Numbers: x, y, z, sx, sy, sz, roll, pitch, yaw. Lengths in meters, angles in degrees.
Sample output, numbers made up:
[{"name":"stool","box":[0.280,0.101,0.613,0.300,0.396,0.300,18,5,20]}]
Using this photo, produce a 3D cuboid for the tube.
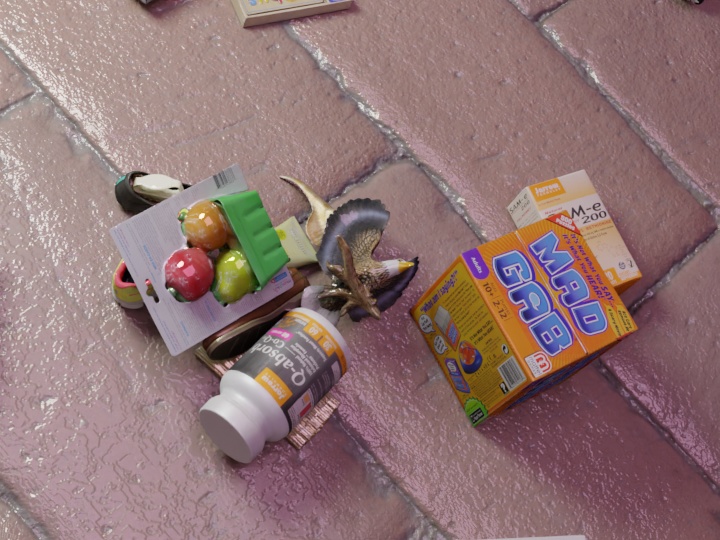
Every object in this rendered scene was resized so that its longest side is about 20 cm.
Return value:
[{"name":"tube","box":[-0.153,-0.013,1.698,0.199,0.052,0.058,-25,121,-33]}]

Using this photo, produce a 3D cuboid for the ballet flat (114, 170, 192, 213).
[{"name":"ballet flat","box":[-0.248,-0.097,1.688,0.198,0.068,0.069,11,60,-16]}]

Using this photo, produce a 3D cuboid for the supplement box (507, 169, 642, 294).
[{"name":"supplement box","box":[0.337,-0.046,1.881,0.125,0.074,0.201,-18,72,-27]}]

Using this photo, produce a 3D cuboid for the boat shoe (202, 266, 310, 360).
[{"name":"boat shoe","box":[-0.149,0.058,1.643,0.199,0.072,0.068,-28,72,-42]}]

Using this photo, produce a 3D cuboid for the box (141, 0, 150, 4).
[{"name":"box","box":[-0.319,-0.520,1.869,0.156,0.041,0.200,39,59,13]}]

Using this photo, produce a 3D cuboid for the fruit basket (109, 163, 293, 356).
[{"name":"fruit basket","box":[-0.205,-0.015,1.566,0.199,0.094,0.186,-30,102,-19]}]

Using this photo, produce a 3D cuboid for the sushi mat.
[{"name":"sushi mat","box":[-0.126,0.150,1.648,0.200,0.012,0.096,42,58,2]}]

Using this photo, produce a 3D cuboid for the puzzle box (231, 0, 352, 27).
[{"name":"puzzle box","box":[-0.125,-0.472,1.941,0.199,0.025,0.134,-17,73,-27]}]

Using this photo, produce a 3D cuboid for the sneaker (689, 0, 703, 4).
[{"name":"sneaker","box":[0.653,-0.580,2.266,0.080,0.071,0.200,38,63,-5]}]

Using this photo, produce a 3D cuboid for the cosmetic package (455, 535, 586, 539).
[{"name":"cosmetic package","box":[0.209,0.419,1.602,0.198,0.085,0.108,3,64,-19]}]

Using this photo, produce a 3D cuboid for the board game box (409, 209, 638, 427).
[{"name":"board game box","box":[0.228,0.070,1.710,0.199,0.200,0.201,-22,75,-28]}]

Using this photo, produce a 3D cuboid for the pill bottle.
[{"name":"pill bottle","box":[-0.113,0.152,1.577,0.116,0.116,0.200,43,59,3]}]

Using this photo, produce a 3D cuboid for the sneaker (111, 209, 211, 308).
[{"name":"sneaker","box":[-0.259,-0.032,1.606,0.078,0.090,0.200,39,81,8]}]

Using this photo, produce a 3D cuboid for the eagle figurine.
[{"name":"eagle figurine","box":[0.007,0.001,1.681,0.150,0.153,0.200,17,21,-1]}]

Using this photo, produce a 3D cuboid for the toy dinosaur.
[{"name":"toy dinosaur","box":[-0.040,-0.077,1.764,0.100,0.058,0.201,-17,72,-25]}]
